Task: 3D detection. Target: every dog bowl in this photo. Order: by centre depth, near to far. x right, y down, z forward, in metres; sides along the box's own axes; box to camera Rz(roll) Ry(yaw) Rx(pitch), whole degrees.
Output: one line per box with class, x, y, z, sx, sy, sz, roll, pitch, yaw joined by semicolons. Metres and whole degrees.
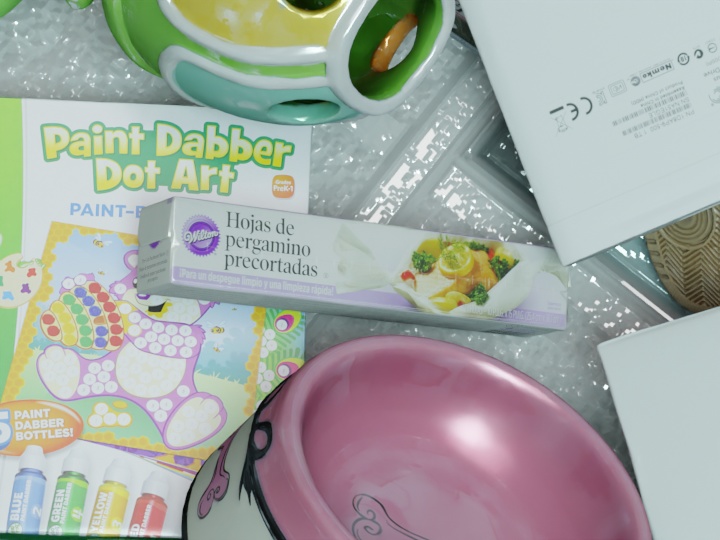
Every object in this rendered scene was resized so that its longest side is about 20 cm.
dog bowl;0.032;0.108;0.972;0.200;0.074;0.200;19;35;-14

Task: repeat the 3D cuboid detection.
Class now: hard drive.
hard drive;0.112;-0.119;1.032;0.132;0.027;0.201;-23;85;23

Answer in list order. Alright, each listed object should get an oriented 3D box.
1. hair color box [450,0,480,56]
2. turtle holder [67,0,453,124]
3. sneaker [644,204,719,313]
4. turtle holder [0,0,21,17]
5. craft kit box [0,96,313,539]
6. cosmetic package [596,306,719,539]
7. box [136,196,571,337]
hair color box;0.114;-0.186;1.117;0.099;0.061;0.200;35;78;0
turtle holder;-0.036;-0.139;1.000;0.132;0.186;0.141;35;67;27
sneaker;0.183;-0.084;1.101;0.070;0.108;0.201;10;114;33
turtle holder;-0.152;-0.197;1.066;0.132;0.141;0.186;34;118;16
craft kit box;-0.122;0.023;1.067;0.199;0.049;0.198;2;78;-6
cosmetic package;0.172;0.121;1.029;0.081;0.113;0.201;-19;73;9
box;0.000;0.000;1.050;0.199;0.041;0.039;7;79;-26
